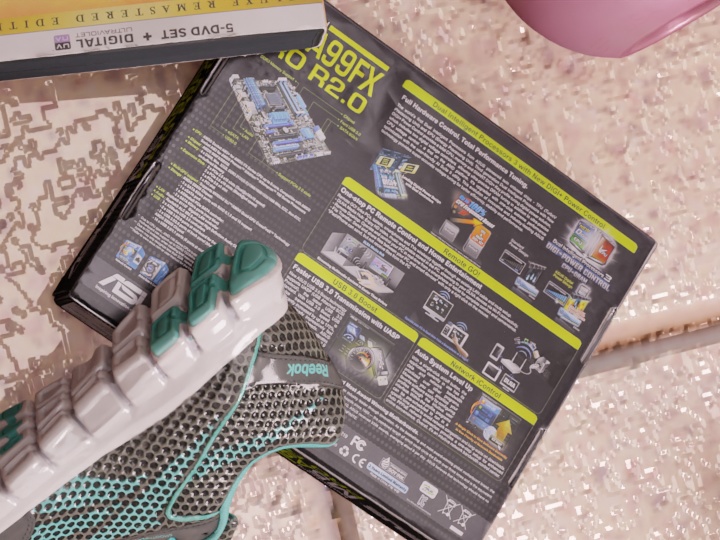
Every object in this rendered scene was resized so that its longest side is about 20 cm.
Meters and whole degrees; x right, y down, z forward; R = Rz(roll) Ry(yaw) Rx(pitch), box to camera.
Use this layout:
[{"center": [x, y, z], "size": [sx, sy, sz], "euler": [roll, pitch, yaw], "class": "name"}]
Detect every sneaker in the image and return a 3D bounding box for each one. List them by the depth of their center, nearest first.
[{"center": [-0.089, 0.081, 0.851], "size": [0.200, 0.078, 0.091], "euler": [-36, 110, 12], "class": "sneaker"}]

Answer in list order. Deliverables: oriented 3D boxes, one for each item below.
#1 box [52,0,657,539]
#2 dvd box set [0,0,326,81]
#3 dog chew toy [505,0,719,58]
[{"center": [0.000, 0.000, 0.920], "size": [0.200, 0.044, 0.161], "euler": [34, 77, -12], "class": "box"}, {"center": [-0.098, -0.179, 0.884], "size": [0.145, 0.029, 0.201], "euler": [-6, 79, -9], "class": "dvd box set"}, {"center": [0.086, -0.190, 0.922], "size": [0.124, 0.125, 0.201], "euler": [-28, 87, -16], "class": "dog chew toy"}]
